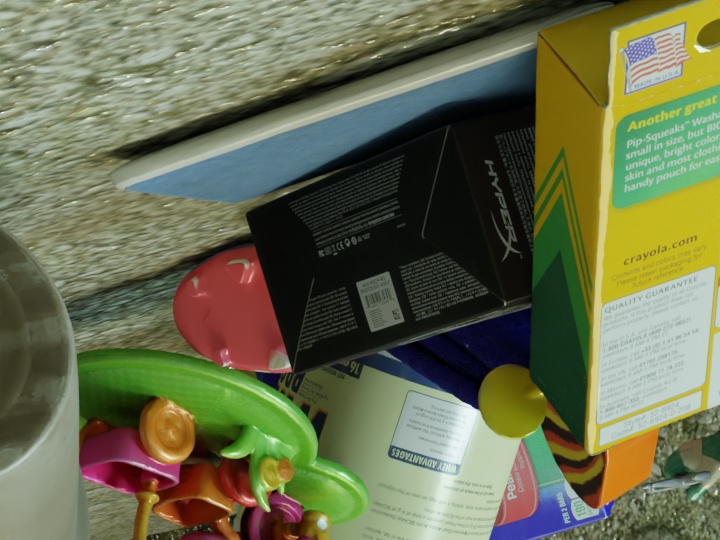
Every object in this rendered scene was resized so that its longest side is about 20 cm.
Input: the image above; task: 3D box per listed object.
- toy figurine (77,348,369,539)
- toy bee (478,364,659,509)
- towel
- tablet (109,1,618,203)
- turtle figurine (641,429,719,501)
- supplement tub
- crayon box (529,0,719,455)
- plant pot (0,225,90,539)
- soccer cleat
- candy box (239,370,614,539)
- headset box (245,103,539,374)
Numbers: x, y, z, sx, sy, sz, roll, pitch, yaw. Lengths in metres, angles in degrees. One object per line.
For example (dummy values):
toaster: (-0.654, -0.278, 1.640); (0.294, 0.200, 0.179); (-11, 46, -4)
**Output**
toy figurine: (-0.092, 0.166, 1.320); (0.200, 0.185, 0.150); (32, 145, -34)
toy bee: (0.122, 0.024, 1.260); (0.130, 0.109, 0.200); (-16, 149, -42)
towel: (0.090, 0.022, 1.420); (0.147, 0.050, 0.199); (31, -158, 29)
tablet: (0.015, -0.062, 0.992); (0.199, 0.014, 0.130); (-17, 173, 17)
turtle figurine: (0.227, 0.108, 1.197); (0.199, 0.150, 0.101); (4, 127, -53)
supplement tub: (0.009, 0.121, 1.492); (0.144, 0.201, 0.145); (18, -176, -1)
crayon box: (0.127, -0.038, 0.938); (0.125, 0.052, 0.201); (-19, 136, -18)
plant pot: (-0.179, 0.065, 0.944); (0.199, 0.201, 0.174); (-12, 156, -29)
soccer cleat: (0.000, 0.000, 1.257); (0.199, 0.067, 0.076); (-18, -172, 32)
candy box: (0.037, 0.095, 1.600); (0.199, 0.170, 0.077); (-17, 178, 11)
headset box: (0.077, -0.026, 1.086); (0.199, 0.076, 0.148); (-15, 177, -37)
